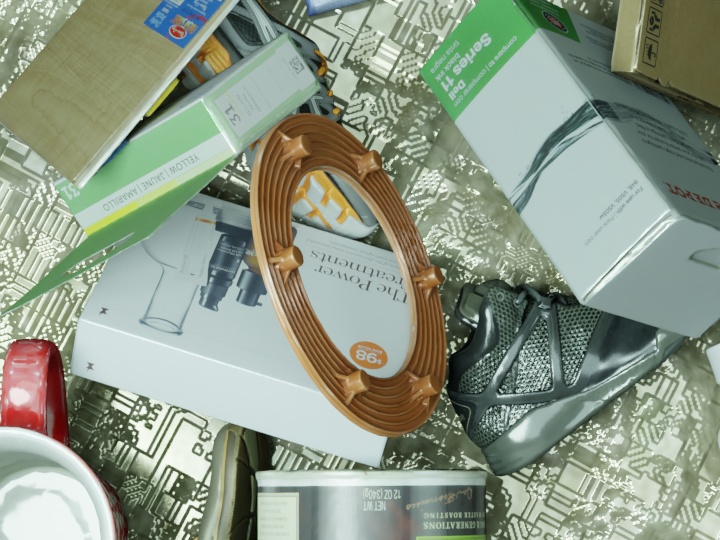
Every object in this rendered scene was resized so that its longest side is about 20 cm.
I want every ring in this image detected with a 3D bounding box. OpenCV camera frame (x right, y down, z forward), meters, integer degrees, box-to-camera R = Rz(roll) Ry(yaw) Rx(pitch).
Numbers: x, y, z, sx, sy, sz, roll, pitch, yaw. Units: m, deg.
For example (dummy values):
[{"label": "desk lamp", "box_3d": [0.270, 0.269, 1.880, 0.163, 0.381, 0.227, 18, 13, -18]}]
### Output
[{"label": "ring", "box_3d": [0.000, 0.000, 1.472, 0.019, 0.200, 0.202, -22, 84, 27]}]

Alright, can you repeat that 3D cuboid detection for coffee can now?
[{"label": "coffee can", "box_3d": [0.007, 0.223, 1.522, 0.145, 0.146, 0.202, -1, 85, 1]}]

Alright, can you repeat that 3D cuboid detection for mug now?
[{"label": "mug", "box_3d": [-0.191, 0.147, 1.506, 0.133, 0.200, 0.178, 32, 86, 4]}]

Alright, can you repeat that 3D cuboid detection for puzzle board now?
[{"label": "puzzle board", "box_3d": [-0.153, -0.130, 1.543, 0.017, 0.200, 0.151, 42, 86, -28]}]

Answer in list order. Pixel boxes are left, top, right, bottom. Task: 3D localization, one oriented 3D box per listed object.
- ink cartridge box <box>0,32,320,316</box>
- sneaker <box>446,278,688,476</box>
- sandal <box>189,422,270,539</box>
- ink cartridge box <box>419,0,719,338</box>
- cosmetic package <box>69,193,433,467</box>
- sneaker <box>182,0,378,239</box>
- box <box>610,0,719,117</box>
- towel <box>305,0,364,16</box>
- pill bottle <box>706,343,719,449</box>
[{"label": "ink cartridge box", "box_3d": [-0.128, -0.058, 1.477, 0.145, 0.200, 0.048, -26, 100, 40]}, {"label": "sneaker", "box_3d": [0.136, 0.029, 1.572, 0.199, 0.076, 0.115, -36, 92, 3]}, {"label": "sandal", "box_3d": [-0.100, 0.192, 1.566, 0.054, 0.080, 0.202, 6, 84, 17]}, {"label": "ink cartridge box", "box_3d": [0.147, -0.065, 1.503, 0.083, 0.146, 0.201, -46, 56, 21]}, {"label": "cosmetic package", "box_3d": [-0.063, 0.030, 1.543, 0.198, 0.052, 0.151, 17, 41, 2]}, {"label": "sneaker", "box_3d": [-0.047, -0.109, 1.591, 0.077, 0.078, 0.200, -38, 93, -22]}, {"label": "box", "box_3d": [0.218, -0.205, 1.559, 0.021, 0.163, 0.202, 4, 84, 37]}, {"label": "towel", "box_3d": [0.042, -0.261, 1.626, 0.198, 0.024, 0.148, -16, 87, 2]}, {"label": "pill bottle", "box_3d": [0.288, 0.128, 1.543, 0.111, 0.111, 0.201, -21, 85, -1]}]
